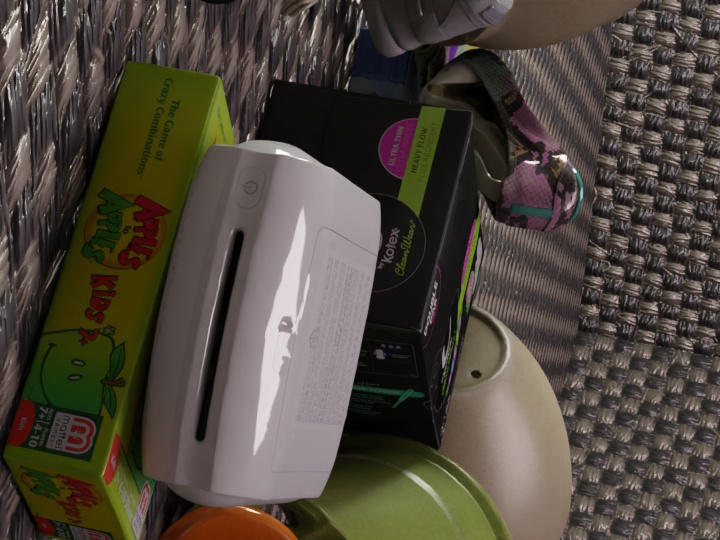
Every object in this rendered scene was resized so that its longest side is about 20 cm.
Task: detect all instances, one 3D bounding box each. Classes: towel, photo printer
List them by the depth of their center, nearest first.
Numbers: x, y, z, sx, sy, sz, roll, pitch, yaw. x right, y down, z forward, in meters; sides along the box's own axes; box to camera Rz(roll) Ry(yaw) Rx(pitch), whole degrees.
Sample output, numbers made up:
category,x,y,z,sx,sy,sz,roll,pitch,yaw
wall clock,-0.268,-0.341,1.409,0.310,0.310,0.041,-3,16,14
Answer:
category,x,y,z,sx,sy,sz,roll,pitch,yaw
photo printer,-0.046,0.027,1.231,0.200,0.069,0.167,22,79,-81
towel,0.060,-0.138,1.883,0.200,0.023,0.144,-68,165,-53

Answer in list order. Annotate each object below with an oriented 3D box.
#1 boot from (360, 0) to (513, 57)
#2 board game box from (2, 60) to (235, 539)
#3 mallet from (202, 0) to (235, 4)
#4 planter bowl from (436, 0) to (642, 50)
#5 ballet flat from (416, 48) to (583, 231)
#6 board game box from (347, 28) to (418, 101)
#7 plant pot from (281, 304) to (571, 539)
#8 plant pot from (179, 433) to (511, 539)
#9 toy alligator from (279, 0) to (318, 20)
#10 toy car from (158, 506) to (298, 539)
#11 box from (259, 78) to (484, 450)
category,x,y,z,sx,sy,sz,roll,pitch,yaw
boot,0.021,-0.232,1.621,0.074,0.095,0.201,18,56,-64
board game box,-0.106,0.017,1.222,0.102,0.047,0.201,81,22,-64
mallet,-0.021,-0.209,1.280,0.200,0.041,0.066,-48,161,-19
planter bowl,0.083,-0.225,1.728,0.135,0.200,0.201,-36,144,-37
ballet flat,0.077,-0.090,1.711,0.200,0.071,0.069,-120,-138,-52
board game box,0.014,-0.056,1.883,0.200,0.043,0.200,35,64,-80
plant pot,0.047,0.097,1.760,0.201,0.200,0.135,-69,168,-47
plant pot,-0.028,0.187,1.553,0.190,0.199,0.201,22,78,-68
toy alligator,-0.025,-0.186,1.478,0.054,0.059,0.200,58,19,-9
toy car,-0.072,0.215,1.388,0.150,0.174,0.201,-126,-143,-57
box,0.000,0.000,1.609,0.200,0.124,0.149,78,23,-65
